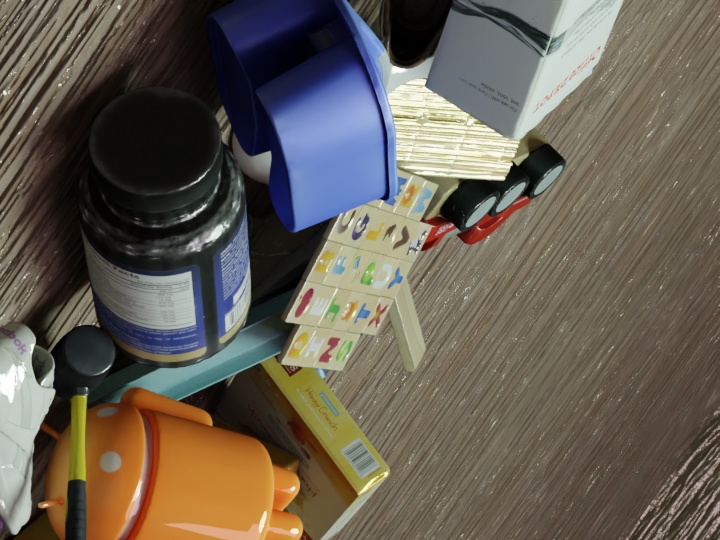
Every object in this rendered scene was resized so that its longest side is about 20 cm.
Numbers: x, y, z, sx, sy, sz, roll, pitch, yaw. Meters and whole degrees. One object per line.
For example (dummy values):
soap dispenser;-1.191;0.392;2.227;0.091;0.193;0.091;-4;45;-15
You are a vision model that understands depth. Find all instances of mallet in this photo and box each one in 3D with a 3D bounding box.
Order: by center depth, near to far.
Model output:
mallet;-0.189;0.133;1.543;0.041;0.201;0.066;6;151;-19

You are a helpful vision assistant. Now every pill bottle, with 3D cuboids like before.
pill bottle;-0.130;-0.029;1.517;0.112;0.112;0.200;-44;158;-25

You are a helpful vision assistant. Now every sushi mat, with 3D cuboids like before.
sushi mat;0.043;-0.116;1.745;0.199;0.012;0.096;2;115;-32

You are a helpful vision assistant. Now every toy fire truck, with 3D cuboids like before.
toy fire truck;0.072;-0.033;1.966;0.176;0.129;0.200;-26;158;-52

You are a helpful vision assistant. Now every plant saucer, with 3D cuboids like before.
plant saucer;-0.119;0.067;1.717;0.199;0.019;0.070;-24;156;-2

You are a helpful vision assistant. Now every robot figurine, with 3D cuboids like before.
robot figurine;-0.141;0.163;1.645;0.117;0.199;0.144;3;-103;65

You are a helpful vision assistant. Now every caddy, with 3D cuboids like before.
caddy;-0.028;-0.118;1.526;0.105;0.142;0.200;-24;157;-10

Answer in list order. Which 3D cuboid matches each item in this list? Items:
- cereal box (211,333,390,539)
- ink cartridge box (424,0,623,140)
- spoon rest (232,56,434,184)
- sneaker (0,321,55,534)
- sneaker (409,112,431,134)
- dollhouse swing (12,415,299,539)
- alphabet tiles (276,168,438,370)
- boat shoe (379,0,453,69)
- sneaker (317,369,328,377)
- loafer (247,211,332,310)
cereal box;-0.052;0.141;1.836;0.039;0.144;0.200;-34;170;-23
ink cartridge box;0.134;-0.212;1.592;0.147;0.083;0.200;-42;158;-48
spoon rest;0.000;-0.119;1.676;0.199;0.061;0.100;-18;136;-9
sneaker;-0.239;0.110;1.553;0.100;0.075;0.200;-43;157;-25
sneaker;0.076;-0.179;1.804;0.200;0.075;0.088;-45;168;3
dollhouse swing;-0.162;0.242;1.820;0.200;0.181;0.176;-39;136;-36
alphabet tiles;0.000;0.000;1.728;0.167;0.006;0.200;-62;161;5
boat shoe;0.057;-0.223;1.592;0.075;0.074;0.203;-72;177;-45
sneaker;-0.045;0.035;1.856;0.066;0.078;0.200;-38;153;-32
loafer;-0.074;-0.004;1.746;0.200;0.070;0.075;-38;158;4
